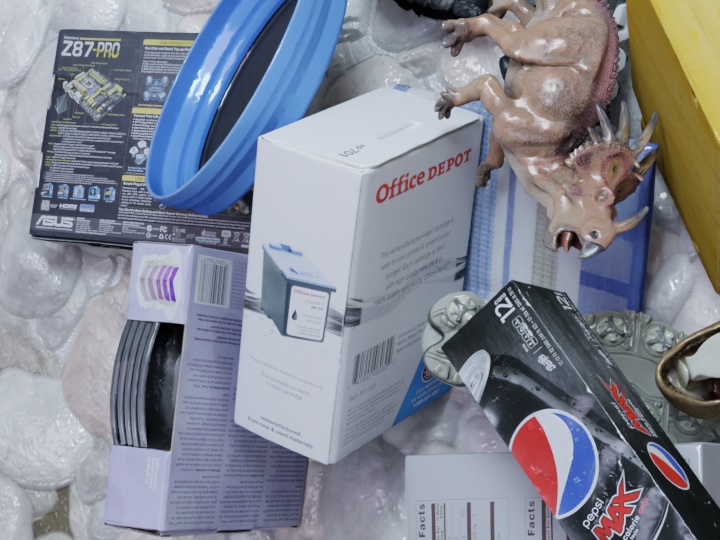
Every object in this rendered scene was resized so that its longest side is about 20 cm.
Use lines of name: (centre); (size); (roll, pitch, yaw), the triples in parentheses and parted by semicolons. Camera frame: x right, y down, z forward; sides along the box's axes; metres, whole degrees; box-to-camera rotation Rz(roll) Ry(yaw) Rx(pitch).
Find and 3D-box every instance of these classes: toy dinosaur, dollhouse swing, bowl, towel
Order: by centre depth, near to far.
dollhouse swing: (0.268, -0.095, 1.142); (0.175, 0.200, 0.182); (-21, 63, 1)
toy dinosaur: (0.124, -0.109, 1.189); (0.135, 0.086, 0.201); (7, 91, 30)
towel: (0.098, -0.037, 1.287); (0.199, 0.024, 0.148); (15, 117, 29)
bowl: (-0.074, -0.127, 1.302); (0.201, 0.039, 0.201); (-48, 26, 32)

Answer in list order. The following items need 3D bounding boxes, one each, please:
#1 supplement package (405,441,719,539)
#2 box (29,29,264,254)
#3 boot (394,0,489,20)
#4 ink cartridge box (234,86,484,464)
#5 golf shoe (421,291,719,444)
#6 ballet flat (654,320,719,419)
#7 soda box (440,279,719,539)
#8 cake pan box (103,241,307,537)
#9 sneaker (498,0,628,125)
supplement package: (0.139, 0.166, 1.217); (0.199, 0.114, 0.110); (-6, 80, 31)
box: (-0.141, -0.092, 1.440); (0.199, 0.049, 0.162); (5, 87, 28)
boot: (0.090, -0.246, 1.323); (0.198, 0.073, 0.163); (18, 90, 36)
ink cartridge box: (0.000, 0.000, 1.259); (0.086, 0.146, 0.201); (19, 116, 29)
golf shoe: (0.138, 0.063, 1.257); (0.199, 0.097, 0.079); (17, 79, 5)
ballet flat: (0.256, 0.036, 1.138); (0.199, 0.072, 0.068); (-21, 76, 28)
soda box: (0.132, 0.102, 1.122); (0.063, 0.071, 0.200); (-45, 61, 20)
cake pan box: (-0.093, 0.081, 1.307); (0.052, 0.200, 0.185); (3, 87, 26)
sneaker: (0.139, -0.194, 1.254); (0.090, 0.067, 0.201); (10, 109, -13)
